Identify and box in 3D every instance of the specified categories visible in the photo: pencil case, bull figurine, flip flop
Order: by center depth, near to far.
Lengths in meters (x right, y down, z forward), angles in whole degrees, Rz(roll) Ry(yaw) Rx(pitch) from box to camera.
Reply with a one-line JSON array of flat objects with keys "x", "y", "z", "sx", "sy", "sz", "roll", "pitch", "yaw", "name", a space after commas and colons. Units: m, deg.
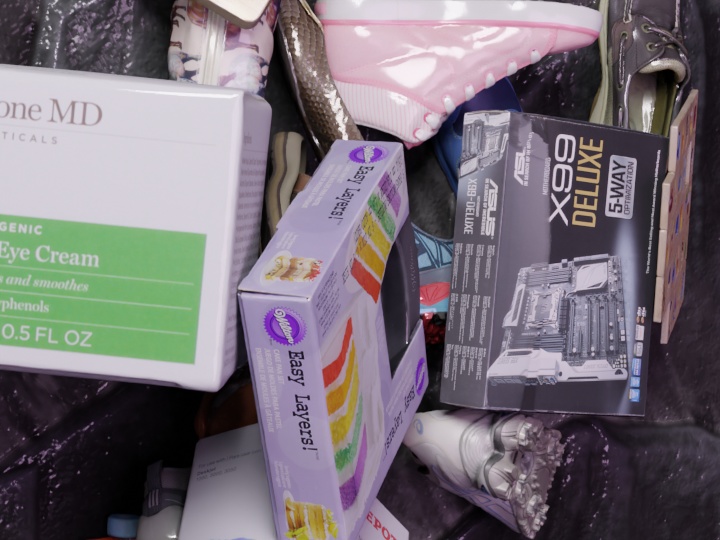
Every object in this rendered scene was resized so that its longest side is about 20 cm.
[{"x": -0.095, "y": -0.117, "z": 1.431, "sx": 0.077, "sy": 0.089, "sz": 0.201, "roll": 7, "pitch": 93, "yaw": -6, "name": "pencil case"}, {"x": -0.038, "y": -0.023, "z": 1.431, "sx": 0.057, "sy": 0.200, "sz": 0.081, "roll": 10, "pitch": 122, "yaw": -4, "name": "flip flop"}, {"x": -0.036, "y": 0.122, "z": 1.502, "sx": 0.200, "sy": 0.065, "sz": 0.122, "roll": 46, "pitch": 61, "yaw": -42, "name": "bull figurine"}]

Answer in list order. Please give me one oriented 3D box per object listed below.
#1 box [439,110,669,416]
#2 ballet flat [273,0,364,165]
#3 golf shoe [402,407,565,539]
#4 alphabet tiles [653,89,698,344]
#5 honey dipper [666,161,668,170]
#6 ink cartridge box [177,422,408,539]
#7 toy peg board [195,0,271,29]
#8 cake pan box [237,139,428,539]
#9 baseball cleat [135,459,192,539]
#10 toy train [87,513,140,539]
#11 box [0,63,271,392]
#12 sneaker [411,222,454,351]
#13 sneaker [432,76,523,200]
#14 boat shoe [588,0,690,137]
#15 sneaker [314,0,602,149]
[{"x": 0.134, "y": -0.003, "z": 1.519, "sx": 0.157, "sy": 0.050, "sz": 0.201, "roll": 6, "pitch": 89, "yaw": -40, "name": "box"}, {"x": -0.015, "y": -0.101, "z": 1.471, "sx": 0.046, "sy": 0.067, "sz": 0.201, "roll": -20, "pitch": 80, "yaw": -4, "name": "ballet flat"}, {"x": 0.088, "y": 0.135, "z": 1.582, "sx": 0.200, "sy": 0.097, "sz": 0.079, "roll": 54, "pitch": 52, "yaw": -65, "name": "golf shoe"}, {"x": 0.231, "y": -0.035, "z": 1.619, "sx": 0.200, "sy": 0.008, "sz": 0.168, "roll": -44, "pitch": 138, "yaw": -71, "name": "alphabet tiles"}, {"x": 0.201, "y": -0.016, "z": 1.678, "sx": 0.038, "sy": 0.038, "sz": 0.201, "roll": 37, "pitch": 71, "yaw": -31, "name": "honey dipper"}, {"x": -0.047, "y": 0.214, "z": 1.383, "sx": 0.145, "sy": 0.084, "sz": 0.201, "roll": 49, "pitch": 34, "yaw": -37, "name": "ink cartridge box"}, {"x": -0.099, "y": -0.291, "z": 1.353, "sx": 0.199, "sy": 0.098, "sz": 0.200, "roll": 30, "pitch": 76, "yaw": 0, "name": "toy peg board"}, {"x": -0.011, "y": 0.042, "z": 1.345, "sx": 0.200, "sy": 0.052, "sz": 0.185, "roll": -60, "pitch": 150, "yaw": -56, "name": "cake pan box"}, {"x": -0.085, "y": 0.193, "z": 1.485, "sx": 0.200, "sy": 0.069, "sz": 0.107, "roll": 56, "pitch": 26, "yaw": -48, "name": "baseball cleat"}, {"x": -0.186, "y": 0.261, "z": 1.433, "sx": 0.150, "sy": 0.056, "sz": 0.201, "roll": 4, "pitch": 92, "yaw": -34, "name": "toy train"}, {"x": -0.161, "y": -0.029, "z": 1.291, "sx": 0.198, "sy": 0.200, "sz": 0.172, "roll": 6, "pitch": 92, "yaw": 1, "name": "box"}, {"x": 0.000, "y": 0.000, "z": 1.533, "sx": 0.199, "sy": 0.079, "sz": 0.096, "roll": 8, "pitch": 61, "yaw": -26, "name": "sneaker"}, {"x": 0.108, "y": -0.059, "z": 1.580, "sx": 0.074, "sy": 0.082, "sz": 0.201, "roll": -22, "pitch": 105, "yaw": -29, "name": "sneaker"}, {"x": 0.217, "y": -0.152, "z": 1.652, "sx": 0.071, "sy": 0.066, "sz": 0.202, "roll": 9, "pitch": 90, "yaw": -34, "name": "boat shoe"}, {"x": 0.067, "y": -0.136, "z": 1.521, "sx": 0.199, "sy": 0.075, "sz": 0.105, "roll": 0, "pitch": 94, "yaw": -6, "name": "sneaker"}]
